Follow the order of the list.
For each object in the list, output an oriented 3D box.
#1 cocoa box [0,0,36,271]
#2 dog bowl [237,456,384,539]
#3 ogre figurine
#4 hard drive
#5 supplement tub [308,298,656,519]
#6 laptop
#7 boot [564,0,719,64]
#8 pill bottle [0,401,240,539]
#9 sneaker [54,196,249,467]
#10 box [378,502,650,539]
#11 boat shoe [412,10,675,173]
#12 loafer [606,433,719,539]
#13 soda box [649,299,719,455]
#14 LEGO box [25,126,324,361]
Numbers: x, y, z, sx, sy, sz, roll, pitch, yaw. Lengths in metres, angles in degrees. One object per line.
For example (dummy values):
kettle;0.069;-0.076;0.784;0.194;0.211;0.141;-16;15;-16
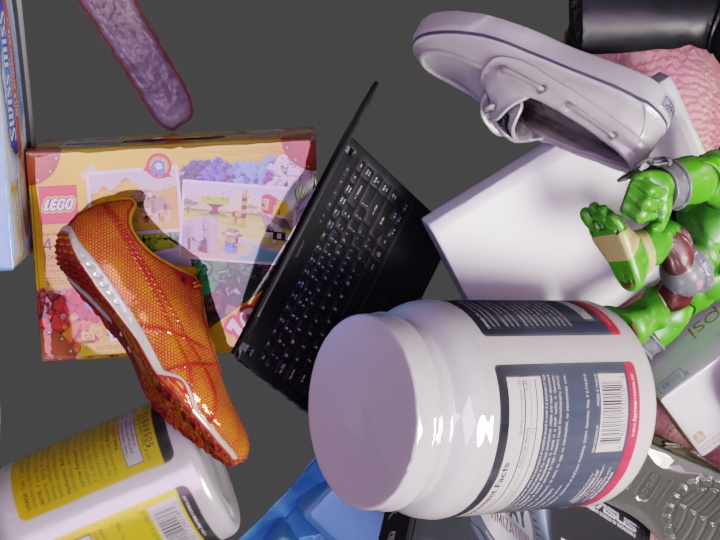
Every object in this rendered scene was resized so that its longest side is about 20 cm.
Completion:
cocoa box;-0.297;-0.102;1.328;0.133;0.131;0.201;-4;99;0
dog bowl;-0.026;0.202;1.424;0.111;0.050;0.200;43;95;-7
ogre figurine;0.216;-0.010;1.325;0.120;0.098;0.201;-29;124;-24
hard drive;0.157;-0.032;1.373;0.199;0.026;0.132;-31;113;-5
supplement tub;0.081;0.089;1.274;0.199;0.140;0.141;1;101;-35
laptop;0.000;0.000;1.295;0.200;0.103;0.178;41;68;-38
boot;0.223;-0.152;1.313;0.167;0.201;0.077;-1;135;-2
pill bottle;-0.195;0.173;1.384;0.199;0.111;0.112;-23;99;2
sneaker;-0.124;0.040;1.305;0.077;0.073;0.201;-34;99;-22
box;0.109;0.198;1.358;0.200;0.161;0.044;34;130;-15
boat shoe;0.112;-0.120;1.324;0.199;0.074;0.066;20;68;31
loafer;0.223;0.152;1.408;0.200;0.070;0.075;35;109;-10
soda box;0.296;0.040;1.388;0.200;0.064;0.068;-37;120;5
LEGO box;-0.126;-0.020;1.372;0.199;0.077;0.150;-3;99;-1
